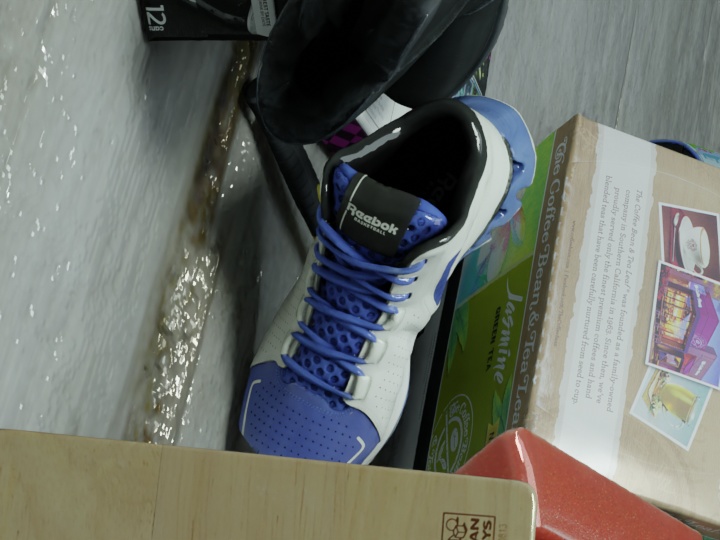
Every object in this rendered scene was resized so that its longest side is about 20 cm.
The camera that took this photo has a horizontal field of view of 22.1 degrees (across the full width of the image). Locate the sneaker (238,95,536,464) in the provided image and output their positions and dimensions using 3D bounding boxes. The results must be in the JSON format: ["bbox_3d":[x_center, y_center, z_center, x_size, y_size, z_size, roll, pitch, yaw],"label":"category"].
[{"bbox_3d":[0.000,-0.001,0.823,0.200,0.080,0.115,-59,164,2],"label":"sneaker"}]

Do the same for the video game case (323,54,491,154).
[{"bbox_3d":[0.026,-0.128,1.016,0.200,0.036,0.182,49,48,-61],"label":"video game case"}]

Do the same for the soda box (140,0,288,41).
[{"bbox_3d":[-0.032,-0.167,0.825,0.200,0.063,0.071,-53,140,-55],"label":"soda box"}]

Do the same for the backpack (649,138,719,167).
[{"bbox_3d":[0.238,0.011,1.376,0.147,0.183,0.201,6,78,-38],"label":"backpack"}]

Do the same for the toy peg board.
[{"bbox_3d":[-0.042,0.169,0.675,0.098,0.198,0.201,60,35,-80],"label":"toy peg board"}]

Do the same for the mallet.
[{"bbox_3d":[-0.014,-0.024,0.931,0.066,0.041,0.200,-63,145,-45],"label":"mallet"}]

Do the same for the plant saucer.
[{"bbox_3d":[0.055,0.175,0.874,0.200,0.200,0.037,33,21,-48],"label":"plant saucer"}]

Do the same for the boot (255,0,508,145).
[{"bbox_3d":[0.015,-0.102,0.798,0.200,0.066,0.165,-55,173,-52],"label":"boot"}]

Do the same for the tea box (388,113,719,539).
[{"bbox_3d":[0.118,0.053,1.024,0.197,0.133,0.201,140,-34,-60],"label":"tea box"}]
